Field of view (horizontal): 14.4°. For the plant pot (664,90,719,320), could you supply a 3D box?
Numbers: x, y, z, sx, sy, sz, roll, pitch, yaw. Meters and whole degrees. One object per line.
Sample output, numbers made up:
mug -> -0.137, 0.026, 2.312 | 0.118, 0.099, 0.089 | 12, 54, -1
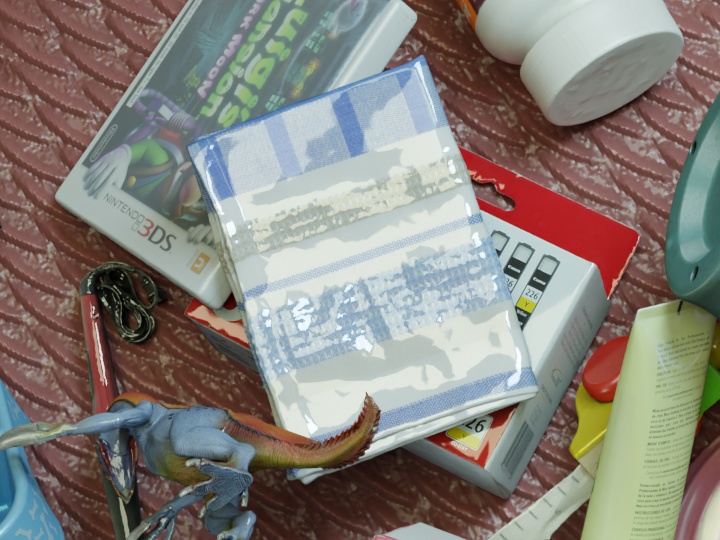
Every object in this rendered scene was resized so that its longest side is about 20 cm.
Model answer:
plant pot -> 0.267, -0.019, 1.477 | 0.187, 0.200, 0.201 | 19, 77, -13

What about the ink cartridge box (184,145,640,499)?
ink cartridge box -> 0.033, 0.003, 1.615 | 0.199, 0.084, 0.176 | 26, 80, 18

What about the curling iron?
curling iron -> -0.136, 0.088, 1.653 | 0.049, 0.026, 0.201 | -7, 73, 12

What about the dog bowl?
dog bowl -> -0.233, 0.120, 1.599 | 0.111, 0.050, 0.200 | -18, 39, -5

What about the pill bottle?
pill bottle -> 0.098, -0.190, 1.644 | 0.109, 0.110, 0.200 | -30, 70, 2

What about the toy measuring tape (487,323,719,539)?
toy measuring tape -> 0.127, 0.095, 1.581 | 0.200, 0.074, 0.074 | -41, 70, 5

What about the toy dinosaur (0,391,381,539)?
toy dinosaur -> -0.088, 0.106, 1.554 | 0.199, 0.182, 0.105 | -19, 115, -3

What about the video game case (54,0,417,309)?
video game case -> -0.076, -0.092, 1.639 | 0.200, 0.023, 0.182 | -55, 39, -3

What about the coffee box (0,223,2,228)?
coffee box -> -0.330, -0.021, 1.696 | 0.200, 0.080, 0.115 | -34, 71, 0

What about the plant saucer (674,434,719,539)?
plant saucer -> 0.257, 0.161, 1.541 | 0.200, 0.051, 0.201 | -3, 74, 11

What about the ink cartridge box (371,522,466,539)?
ink cartridge box -> 0.053, 0.253, 1.509 | 0.145, 0.085, 0.201 | 19, 96, 16

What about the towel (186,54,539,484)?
towel -> 0.000, 0.000, 1.541 | 0.146, 0.024, 0.201 | -19, 85, 4

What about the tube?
tube -> 0.151, 0.107, 1.528 | 0.052, 0.058, 0.201 | 9, 110, -3
